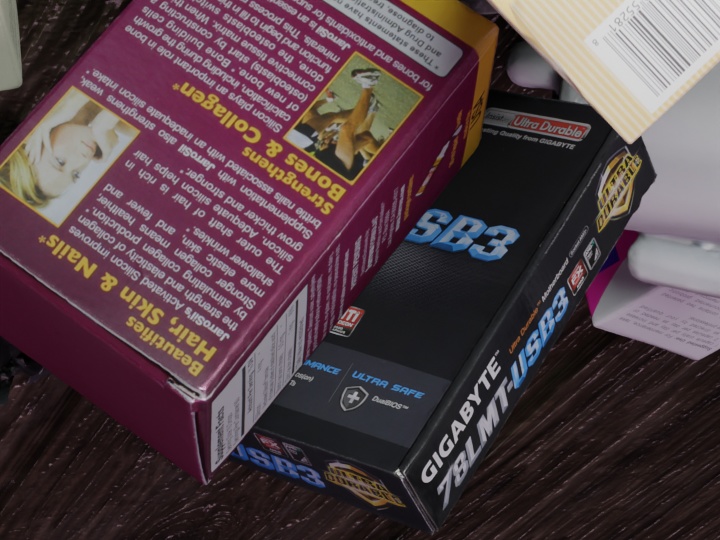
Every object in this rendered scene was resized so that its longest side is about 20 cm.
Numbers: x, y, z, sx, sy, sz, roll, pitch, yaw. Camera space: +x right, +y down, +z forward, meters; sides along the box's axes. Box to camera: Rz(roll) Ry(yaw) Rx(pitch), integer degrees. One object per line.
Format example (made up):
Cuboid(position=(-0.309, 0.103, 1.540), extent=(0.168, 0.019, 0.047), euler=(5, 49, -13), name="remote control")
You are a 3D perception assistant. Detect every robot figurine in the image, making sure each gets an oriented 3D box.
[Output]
Cuboid(position=(0.168, -0.071, 0.960), extent=(0.198, 0.171, 0.113), euler=(7, -165, 23), name="robot figurine")

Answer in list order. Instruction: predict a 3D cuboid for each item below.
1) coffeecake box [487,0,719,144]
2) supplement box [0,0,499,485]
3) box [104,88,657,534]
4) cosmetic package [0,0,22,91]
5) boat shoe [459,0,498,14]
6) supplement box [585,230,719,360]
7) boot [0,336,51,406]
Cuboid(position=(0.118, -0.135, 0.710), extent=(0.153, 0.073, 0.200), euler=(-44, -173, 11), name="coffeecake box")
Cuboid(position=(-0.052, -0.038, 0.822), extent=(0.200, 0.131, 0.103), euler=(-50, 166, -21), name="supplement box")
Cuboid(position=(0.000, 0.000, 0.900), extent=(0.199, 0.199, 0.050), euler=(15, 150, 38), name="box")
Cuboid(position=(-0.195, -0.145, 0.773), extent=(0.104, 0.072, 0.200), euler=(-8, 152, -6), name="cosmetic package")
Cuboid(position=(0.086, -0.147, 0.860), extent=(0.198, 0.073, 0.071), euler=(1, 153, 3), name="boat shoe")
Cuboid(position=(0.215, -0.046, 1.081), extent=(0.103, 0.102, 0.200), euler=(16, 141, -42), name="supplement box")
Cuboid(position=(-0.205, -0.023, 0.960), extent=(0.162, 0.200, 0.073), euler=(-28, -168, -28), name="boot")
